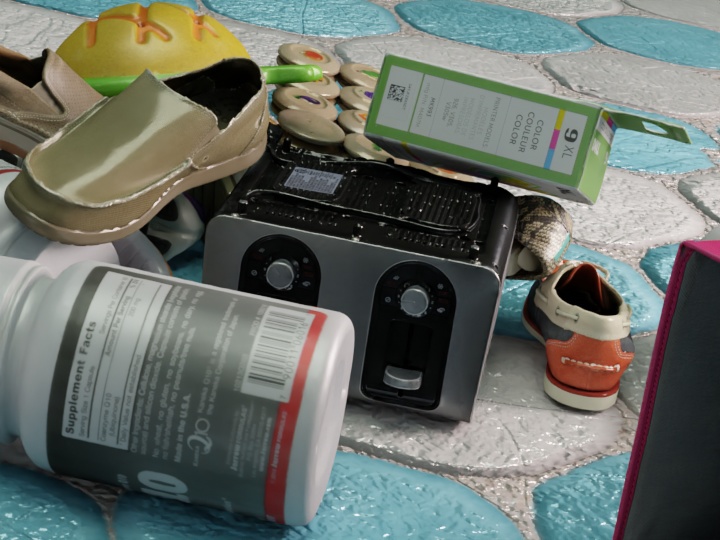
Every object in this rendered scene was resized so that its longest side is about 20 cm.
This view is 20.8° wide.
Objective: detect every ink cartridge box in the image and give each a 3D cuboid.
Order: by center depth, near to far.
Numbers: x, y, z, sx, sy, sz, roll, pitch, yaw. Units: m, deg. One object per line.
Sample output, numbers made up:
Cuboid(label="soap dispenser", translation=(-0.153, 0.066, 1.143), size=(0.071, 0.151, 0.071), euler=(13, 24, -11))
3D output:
Cuboid(label="ink cartridge box", translation=(0.111, -0.085, 1.281), size=(0.199, 0.060, 0.104), euler=(15, 0, 13))

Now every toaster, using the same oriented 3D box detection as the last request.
Cuboid(label="toaster", translation=(0.000, 0.000, 1.229), size=(0.180, 0.119, 0.200), euler=(12, 20, 4))

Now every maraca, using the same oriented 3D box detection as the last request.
Cuboid(label="maraca", translation=(-0.123, -0.129, 1.337), size=(0.199, 0.108, 0.137), euler=(-7, 11, -32))

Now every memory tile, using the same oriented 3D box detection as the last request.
Cuboid(label="memory tile", translation=(0.008, -0.113, 1.435), size=(0.152, 0.017, 0.200), euler=(17, 24, -9))

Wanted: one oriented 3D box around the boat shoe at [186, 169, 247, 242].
Cuboid(label="boat shoe", translation=(-0.095, -0.070, 1.438), size=(0.068, 0.075, 0.200), euler=(-3, 23, -19))

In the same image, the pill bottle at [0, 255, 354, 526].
Cuboid(label="pill bottle", translation=(-0.111, 0.059, 1.031), size=(0.199, 0.115, 0.114), euler=(12, 20, 7))

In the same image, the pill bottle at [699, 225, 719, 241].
Cuboid(label="pill bottle", translation=(0.303, 0.038, 1.270), size=(0.112, 0.113, 0.200), euler=(-7, 26, -37))

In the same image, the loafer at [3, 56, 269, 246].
Cuboid(label="loafer", translation=(-0.126, -0.077, 1.139), size=(0.076, 0.068, 0.200), euler=(33, 39, 20))

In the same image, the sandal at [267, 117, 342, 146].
Cuboid(label="sandal", translation=(-0.023, -0.093, 1.457), size=(0.206, 0.059, 0.079), euler=(39, 1, 21))

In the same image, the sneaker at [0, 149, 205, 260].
Cuboid(label="sneaker", translation=(-0.202, -0.055, 1.383), size=(0.199, 0.081, 0.083), euler=(23, 9, 10))

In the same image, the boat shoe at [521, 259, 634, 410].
Cuboid(label="boat shoe", translation=(0.147, 0.027, 1.306), size=(0.071, 0.063, 0.200), euler=(7, 19, 1))

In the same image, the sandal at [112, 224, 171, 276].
Cuboid(label="sandal", translation=(-0.159, -0.016, 1.257), size=(0.059, 0.080, 0.207), euler=(0, 28, -38))

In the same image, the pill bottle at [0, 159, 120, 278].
Cuboid(label="pill bottle", translation=(-0.241, -0.017, 1.177), size=(0.199, 0.113, 0.112), euler=(24, 25, 34))

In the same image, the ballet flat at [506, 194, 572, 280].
Cuboid(label="ballet flat", translation=(0.045, -0.015, 1.343), size=(0.199, 0.068, 0.075), euler=(-1, 38, 24))

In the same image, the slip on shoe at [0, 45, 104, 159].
Cuboid(label="slip on shoe", translation=(-0.196, -0.105, 1.215), size=(0.199, 0.061, 0.076), euler=(18, 20, -17))

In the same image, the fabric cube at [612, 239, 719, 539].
Cuboid(label="fabric cube", translation=(0.271, 0.103, 0.967), size=(0.198, 0.198, 0.200), euler=(-3, 23, -34))
